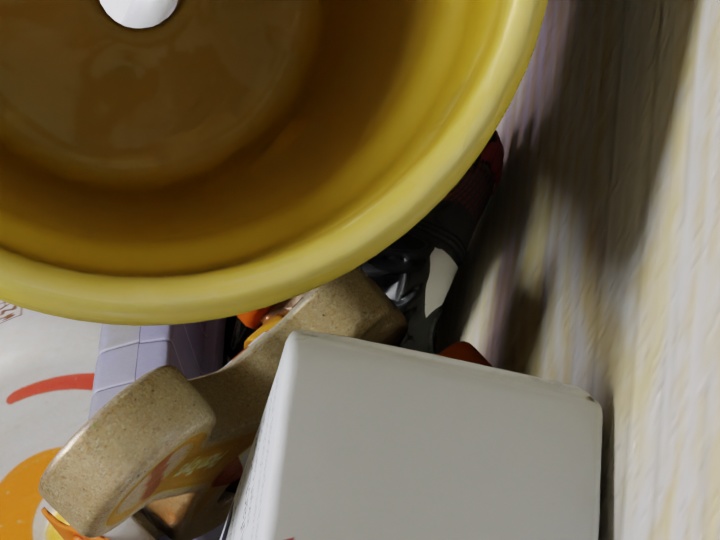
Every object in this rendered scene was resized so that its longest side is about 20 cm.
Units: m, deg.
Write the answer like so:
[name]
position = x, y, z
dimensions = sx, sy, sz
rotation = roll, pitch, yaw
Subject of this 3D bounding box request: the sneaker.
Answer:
[sneaker]
position = 0.000, 0.000, 0.942
dimensions = 0.200, 0.071, 0.098
rotation = 119, 162, -73

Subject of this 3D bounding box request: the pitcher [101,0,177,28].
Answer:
[pitcher]
position = -0.064, -0.106, 1.124
dimensions = 0.172, 0.121, 0.200
rotation = -44, -25, -65

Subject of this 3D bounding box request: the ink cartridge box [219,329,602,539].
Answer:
[ink cartridge box]
position = -0.007, 0.138, 0.726
dimensions = 0.200, 0.083, 0.145
rotation = 110, 169, -45

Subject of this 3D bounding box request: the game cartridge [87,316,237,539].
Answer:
[game cartridge]
position = -0.045, 0.088, 0.985
dimensions = 0.130, 0.038, 0.200
rotation = -82, -20, -53

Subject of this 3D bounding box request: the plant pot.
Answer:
[plant pot]
position = -0.060, -0.085, 0.774
dimensions = 0.189, 0.200, 0.201
rotation = 169, 113, -85

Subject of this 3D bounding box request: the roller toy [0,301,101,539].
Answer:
[roller toy]
position = -0.117, 0.089, 1.226
dimensions = 0.140, 0.200, 0.183
rotation = -106, 34, -72

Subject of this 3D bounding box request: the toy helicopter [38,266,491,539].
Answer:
[toy helicopter]
position = -0.047, 0.049, 0.796
dimensions = 0.132, 0.079, 0.200
rotation = -43, -9, 11
